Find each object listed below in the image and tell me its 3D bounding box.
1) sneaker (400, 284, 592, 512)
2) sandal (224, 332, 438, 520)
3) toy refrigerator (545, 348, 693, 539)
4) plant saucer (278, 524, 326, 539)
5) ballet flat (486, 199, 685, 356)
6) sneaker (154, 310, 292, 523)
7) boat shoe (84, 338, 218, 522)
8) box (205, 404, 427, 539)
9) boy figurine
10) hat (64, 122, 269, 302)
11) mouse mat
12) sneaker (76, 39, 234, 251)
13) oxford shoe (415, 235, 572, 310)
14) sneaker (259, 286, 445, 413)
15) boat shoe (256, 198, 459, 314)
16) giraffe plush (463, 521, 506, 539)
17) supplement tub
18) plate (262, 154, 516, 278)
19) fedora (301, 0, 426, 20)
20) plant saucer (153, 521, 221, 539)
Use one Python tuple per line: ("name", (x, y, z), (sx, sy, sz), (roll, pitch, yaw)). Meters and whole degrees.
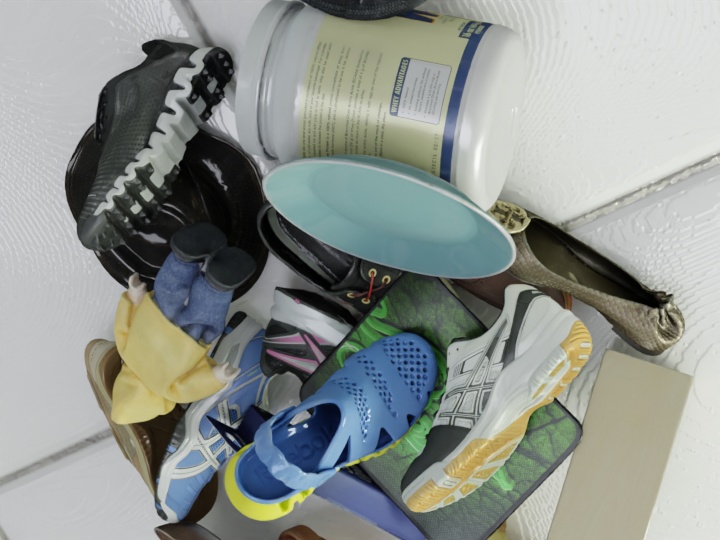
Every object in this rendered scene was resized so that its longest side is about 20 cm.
("sneaker", (0.092, 0.099, 1.247), (0.200, 0.076, 0.088), (-49, 64, 9))
("sandal", (-0.017, 0.118, 1.238), (0.080, 0.200, 0.087), (47, 162, 11))
("toy refrigerator", (0.205, 0.172, 1.282), (0.075, 0.070, 0.202), (16, 86, 12))
("plant saucer", (-0.020, 0.325, 1.436), (0.032, 0.200, 0.202), (-20, 110, -19))
("ballet flat", (0.175, -0.002, 1.261), (0.199, 0.068, 0.046), (34, 139, -3))
("sneaker", (-0.123, 0.141, 1.411), (0.076, 0.076, 0.201), (26, 100, -3))
("boat shoe", (-0.194, 0.147, 1.474), (0.064, 0.071, 0.202), (15, 133, 53))
("box", (-0.032, 0.170, 1.350), (0.199, 0.121, 0.033), (29, 91, -21))
("boy figurine", (-0.155, 0.061, 1.339), (0.124, 0.064, 0.201), (36, 124, 13))
("hat", (-0.180, -0.039, 1.370), (0.198, 0.081, 0.203), (8, 116, 17))
("mouse mat", (0.062, 0.116, 1.289), (0.200, 0.008, 0.161), (45, 105, 12))
("sneaker", (-0.189, -0.109, 1.310), (0.090, 0.067, 0.201), (24, 75, 23))
("oxford shoe", (0.083, -0.012, 1.289), (0.199, 0.073, 0.071), (36, 120, 2))
("sneaker", (0.002, 0.092, 1.356), (0.199, 0.080, 0.087), (27, 100, 20))
("boat shoe", (-0.001, 0.002, 1.335), (0.201, 0.063, 0.074), (37, 117, 0))
("giraffe plush", (0.128, 0.299, 1.376), (0.160, 0.173, 0.202), (13, 92, -12))
("supplement tub", (0.017, -0.131, 1.220), (0.198, 0.145, 0.147), (13, 117, 14))
("plate", (0.023, -0.045, 1.188), (0.198, 0.026, 0.200), (17, 163, 5))
("fedora", (0.005, -0.285, 1.180), (0.198, 0.091, 0.203), (6, 105, 22))
("plant saucer", (-0.108, 0.295, 1.455), (0.200, 0.032, 0.201), (39, 164, 13))
